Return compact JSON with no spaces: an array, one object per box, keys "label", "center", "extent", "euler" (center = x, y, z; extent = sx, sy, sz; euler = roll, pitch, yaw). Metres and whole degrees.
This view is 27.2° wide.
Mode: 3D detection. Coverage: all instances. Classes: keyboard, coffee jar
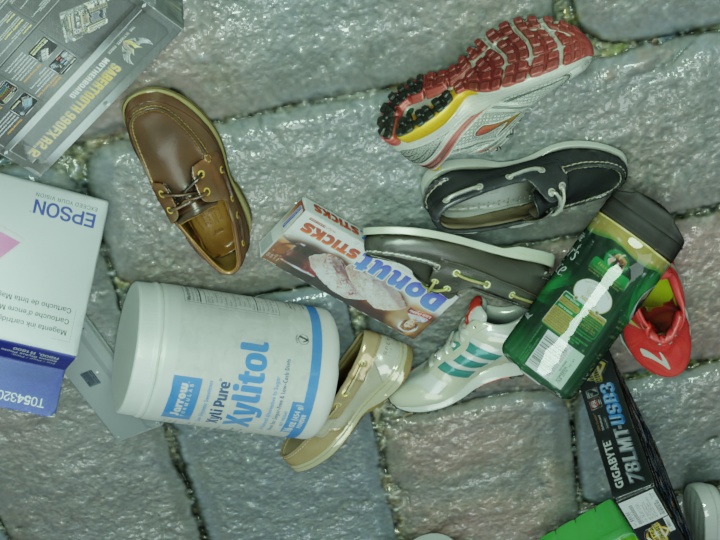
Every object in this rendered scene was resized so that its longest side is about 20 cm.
[{"label":"keyboard","center":[-0.268,0.106,1.516],"extent":[0.056,0.011,0.201],"euler":[-17,133,12]},{"label":"coffee jar","center":[0.221,0.019,1.399],"extent":[0.085,0.104,0.201],"euler":[37,95,11]}]

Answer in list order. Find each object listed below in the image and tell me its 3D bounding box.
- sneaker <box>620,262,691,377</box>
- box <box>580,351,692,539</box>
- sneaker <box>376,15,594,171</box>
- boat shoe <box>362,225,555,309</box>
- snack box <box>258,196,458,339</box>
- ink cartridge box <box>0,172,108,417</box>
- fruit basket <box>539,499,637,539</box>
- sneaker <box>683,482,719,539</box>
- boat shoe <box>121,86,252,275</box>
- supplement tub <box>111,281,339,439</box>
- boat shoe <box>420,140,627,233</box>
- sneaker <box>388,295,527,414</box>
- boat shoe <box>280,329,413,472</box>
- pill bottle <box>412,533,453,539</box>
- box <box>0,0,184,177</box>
[{"label":"sneaker","center":[0.298,0.050,1.513],"extent":[0.076,0.085,0.201],"euler":[-18,133,7]},{"label":"box","center":[0.294,0.211,1.581],"extent":[0.049,0.201,0.199],"euler":[-22,133,11]},{"label":"sneaker","center":[0.115,-0.154,1.309],"extent":[0.199,0.078,0.082],"euler":[-24,136,25]},{"label":"boat shoe","center":[0.093,-0.002,1.427],"extent":[0.199,0.072,0.061],"euler":[10,88,-19]},{"label":"snack box","center":[0.000,0.000,1.455],"extent":[0.199,0.024,0.072],"euler":[29,121,-31]},{"label":"ink cartridge box","center":[-0.335,0.012,1.305],"extent":[0.195,0.202,0.043],"euler":[14,168,-22]},{"label":"fruit basket","center":[0.295,0.383,1.740],"extent":[0.185,0.201,0.094],"euler":[-34,144,20]},{"label":"sneaker","center":[0.452,0.300,1.784],"extent":[0.115,0.074,0.201],"euler":[-17,143,3]},{"label":"boat shoe","center":[-0.148,-0.077,1.328],"extent":[0.071,0.068,0.201],"euler":[-20,132,9]},{"label":"supplement tub","center":[-0.130,0.087,1.439],"extent":[0.198,0.133,0.133],"euler":[8,130,-18]},{"label":"boat shoe","center":[0.157,-0.074,1.391],"extent":[0.198,0.061,0.074],"euler":[-4,131,-7]},{"label":"sneaker","center":[0.111,0.074,1.525],"extent":[0.198,0.070,0.094],"euler":[-20,115,11]},{"label":"boat shoe","center":[-0.029,0.130,1.544],"extent":[0.069,0.074,0.200],"euler":[32,119,-19]},{"label":"pill bottle","center":[0.118,0.405,1.788],"extent":[0.109,0.110,0.200],"euler":[-24,132,12]},{"label":"box","center":[-0.266,-0.188,1.219],"extent":[0.158,0.049,0.200],"euler":[31,120,-33]}]
